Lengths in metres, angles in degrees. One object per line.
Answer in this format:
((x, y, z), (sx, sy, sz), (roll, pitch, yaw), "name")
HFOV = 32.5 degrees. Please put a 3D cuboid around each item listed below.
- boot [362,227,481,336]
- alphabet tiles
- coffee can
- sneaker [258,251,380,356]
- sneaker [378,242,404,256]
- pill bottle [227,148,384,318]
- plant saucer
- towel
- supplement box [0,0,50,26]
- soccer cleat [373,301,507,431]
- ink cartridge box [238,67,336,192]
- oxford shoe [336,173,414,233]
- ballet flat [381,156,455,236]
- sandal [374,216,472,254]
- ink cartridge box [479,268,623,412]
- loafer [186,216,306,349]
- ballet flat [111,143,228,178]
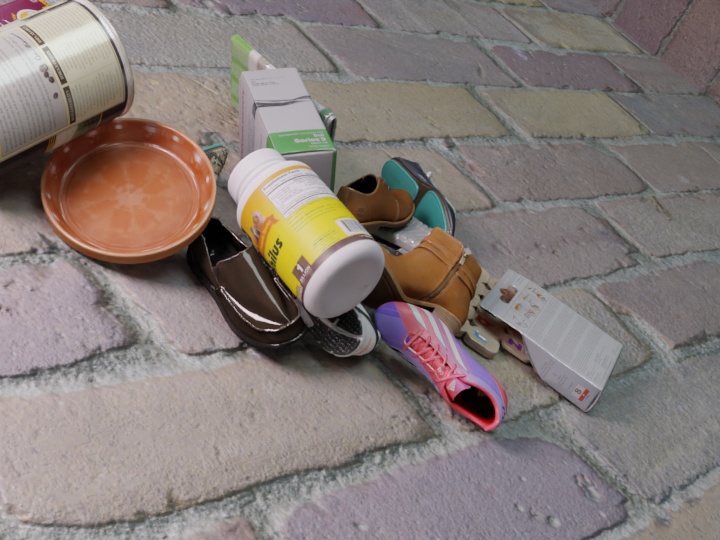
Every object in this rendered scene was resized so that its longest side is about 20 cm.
((0.067, -0.006, 1.559), (0.201, 0.073, 0.155), (51, 49, -22), "boot")
((0.161, 0.049, 1.705), (0.195, 0.015, 0.200), (35, 28, 0), "alphabet tiles")
((-0.372, -0.200, 1.365), (0.199, 0.147, 0.146), (-33, 65, -34), "coffee can")
((-0.053, 0.035, 1.480), (0.200, 0.074, 0.080), (49, 13, 27), "sneaker")
((0.000, 0.000, 1.584), (0.199, 0.075, 0.077), (26, 70, -35), "sneaker")
((-0.068, -0.048, 1.411), (0.108, 0.110, 0.200), (-4, 44, -47), "pill bottle")
((-0.264, -0.090, 1.415), (0.197, 0.032, 0.202), (4, 54, -6), "plant saucer")
((-0.111, -0.231, 1.752), (0.031, 0.150, 0.200), (-37, 69, -27), "towel")
((-0.430, -0.265, 1.544), (0.110, 0.086, 0.200), (33, 29, 2), "supplement box")
((0.097, 0.113, 1.469), (0.200, 0.067, 0.077), (42, 17, -7), "soccer cleat")
((-0.099, -0.152, 1.612), (0.083, 0.147, 0.201), (-8, 42, -15), "ink cartridge box")
((0.025, -0.096, 1.667), (0.070, 0.072, 0.200), (13, 14, 23), "oxford shoe")
((0.102, -0.100, 1.829), (0.072, 0.074, 0.201), (6, 35, -38), "ballet flat")
((0.065, -0.036, 1.705), (0.082, 0.050, 0.202), (-14, 34, -43), "sandal")
((0.257, 0.093, 1.702), (0.199, 0.050, 0.162), (33, 28, 9), "ink cartridge box")
((-0.136, 0.011, 1.396), (0.073, 0.072, 0.200), (-32, 57, -27), "loafer")
((-0.233, -0.106, 1.527), (0.199, 0.068, 0.076), (-15, 74, -47), "ballet flat")
